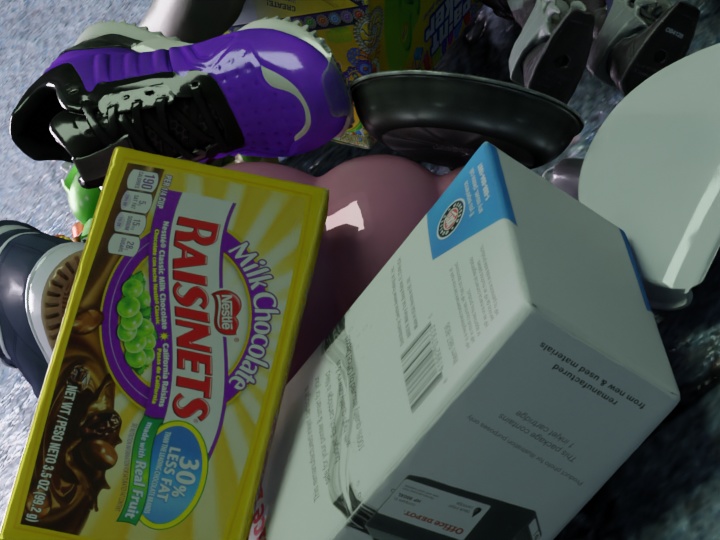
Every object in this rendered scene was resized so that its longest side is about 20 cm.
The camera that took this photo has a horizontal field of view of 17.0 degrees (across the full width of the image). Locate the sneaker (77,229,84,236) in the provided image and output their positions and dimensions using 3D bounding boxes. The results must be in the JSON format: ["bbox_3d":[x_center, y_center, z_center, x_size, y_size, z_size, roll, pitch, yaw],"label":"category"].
[{"bbox_3d":[-0.111,0.060,1.332,0.075,0.081,0.200,-12,49,-1],"label":"sneaker"}]

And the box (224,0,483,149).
[{"bbox_3d":[-0.009,-0.209,1.332,0.122,0.193,0.200,15,41,19],"label":"box"}]

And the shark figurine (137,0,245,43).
[{"bbox_3d":[-0.095,-0.184,1.205,0.128,0.215,0.090,2,37,26],"label":"shark figurine"}]

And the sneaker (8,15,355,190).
[{"bbox_3d":[-0.095,-0.072,1.180,0.200,0.070,0.100,4,34,43],"label":"sneaker"}]

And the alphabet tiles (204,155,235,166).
[{"bbox_3d":[-0.081,-0.109,1.417,0.167,0.008,0.200,-25,-49,-66],"label":"alphabet tiles"}]

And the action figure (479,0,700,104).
[{"bbox_3d":[0.099,-0.142,1.231,0.200,0.130,0.069,-121,44,-61],"label":"action figure"}]

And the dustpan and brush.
[{"bbox_3d":[0.135,-0.047,1.124,0.200,0.057,0.140,12,70,55],"label":"dustpan and brush"}]

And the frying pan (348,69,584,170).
[{"bbox_3d":[0.038,-0.066,1.188,0.190,0.115,0.031,155,126,-70],"label":"frying pan"}]

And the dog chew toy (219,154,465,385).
[{"bbox_3d":[0.000,0.000,1.150,0.200,0.125,0.125,-11,31,3],"label":"dog chew toy"}]

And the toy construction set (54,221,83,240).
[{"bbox_3d":[-0.172,-0.019,1.508,0.200,0.092,0.131,-40,50,36],"label":"toy construction set"}]

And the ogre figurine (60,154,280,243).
[{"bbox_3d":[-0.091,-0.006,1.267,0.120,0.200,0.098,-17,3,11],"label":"ogre figurine"}]

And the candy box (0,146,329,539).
[{"bbox_3d":[-0.082,0.042,1.047,0.026,0.102,0.200,101,-179,-61],"label":"candy box"}]

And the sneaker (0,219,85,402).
[{"bbox_3d":[-0.142,0.063,1.211,0.070,0.200,0.108,-32,34,-29],"label":"sneaker"}]

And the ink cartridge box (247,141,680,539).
[{"bbox_3d":[0.032,0.068,1.023,0.200,0.084,0.145,-50,22,22],"label":"ink cartridge box"}]
